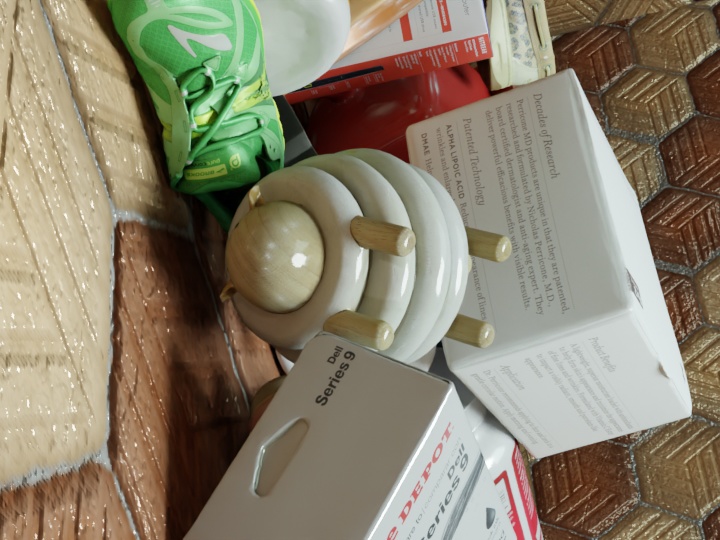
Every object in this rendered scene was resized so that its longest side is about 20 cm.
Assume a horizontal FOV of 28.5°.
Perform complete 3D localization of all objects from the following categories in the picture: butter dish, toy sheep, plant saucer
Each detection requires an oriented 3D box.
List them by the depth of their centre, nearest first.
[{"bbox_3d":[0.003,-0.003,0.781,0.200,0.137,0.139,10,66,-51],"label":"toy sheep"},{"bbox_3d":[0.001,-0.182,0.957,0.038,0.200,0.200,55,12,-4],"label":"plant saucer"},{"bbox_3d":[0.019,-0.121,1.188,0.148,0.200,0.200,44,28,-28],"label":"butter dish"}]

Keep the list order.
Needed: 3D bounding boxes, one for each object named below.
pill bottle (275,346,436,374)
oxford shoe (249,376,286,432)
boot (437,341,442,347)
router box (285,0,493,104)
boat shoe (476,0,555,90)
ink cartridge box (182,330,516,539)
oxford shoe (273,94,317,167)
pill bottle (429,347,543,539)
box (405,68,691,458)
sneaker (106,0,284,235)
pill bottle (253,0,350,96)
[{"bbox_3d":[0.000,0.000,1.019,0.200,0.111,0.112,-85,160,-61],"label":"pill bottle"},{"bbox_3d":[-0.025,0.099,0.863,0.074,0.071,0.200,64,4,30],"label":"oxford shoe"},{"bbox_3d":[0.090,0.077,1.234,0.201,0.076,0.168,-71,-161,-1],"label":"boot"},{"bbox_3d":[-0.002,-0.244,1.103,0.049,0.179,0.201,54,26,-72],"label":"router box"},{"bbox_3d":[0.121,-0.244,1.122,0.073,0.062,0.201,-107,-169,-59],"label":"boat shoe"},{"bbox_3d":[0.001,0.148,0.737,0.146,0.084,0.200,-59,151,-22],"label":"ink cartridge box"},{"bbox_3d":[-0.033,-0.027,0.898,0.071,0.071,0.201,68,-1,-72],"label":"oxford shoe"},{"bbox_3d":[0.071,0.161,1.081,0.112,0.112,0.201,-90,166,-53],"label":"pill bottle"},{"bbox_3d":[0.138,0.002,1.020,0.199,0.130,0.201,47,30,-56],"label":"box"},{"bbox_3d":[-0.078,-0.089,0.771,0.200,0.074,0.084,65,12,-56],"label":"sneaker"},{"bbox_3d":[-0.070,-0.212,0.855,0.117,0.116,0.201,65,15,-55],"label":"pill bottle"}]
